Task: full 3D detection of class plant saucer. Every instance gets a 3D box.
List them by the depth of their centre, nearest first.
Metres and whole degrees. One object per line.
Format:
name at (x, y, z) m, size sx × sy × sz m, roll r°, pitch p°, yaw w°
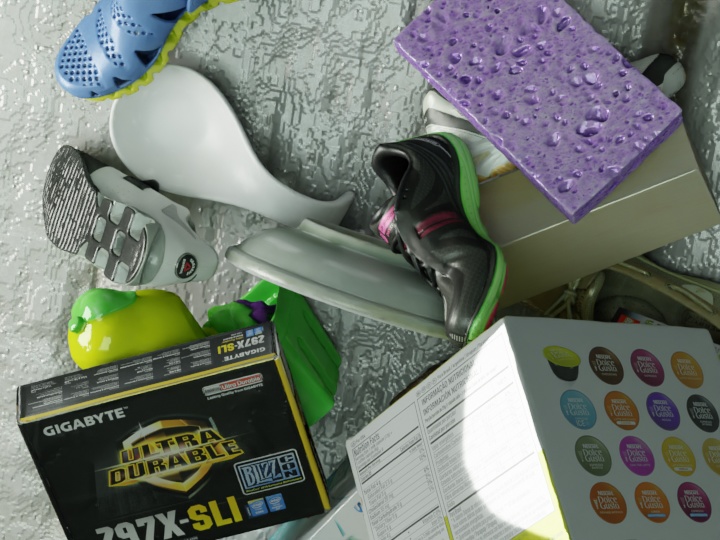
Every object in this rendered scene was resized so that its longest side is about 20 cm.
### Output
plant saucer at (0.000, 0.000, 1.659) m, size 0.200 × 0.200 × 0.050 m, roll 19°, pitch 93°, yaw 4°

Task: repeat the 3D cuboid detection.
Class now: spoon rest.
spoon rest at (-0.102, -0.087, 1.721) m, size 0.200 × 0.061 × 0.099 m, roll 29°, pitch 109°, yaw 0°

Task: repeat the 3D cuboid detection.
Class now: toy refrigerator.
toy refrigerator at (0.160, -0.045, 1.663) m, size 0.200 × 0.070 × 0.076 m, roll -22°, pitch 142°, yaw 12°

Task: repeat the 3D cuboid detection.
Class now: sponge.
sponge at (0.128, -0.139, 1.619) m, size 0.112 × 0.030 × 0.200 m, roll -43°, pitch 70°, yaw -2°

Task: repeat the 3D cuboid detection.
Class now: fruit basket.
fruit basket at (-0.141, 0.073, 1.725) m, size 0.216 × 0.156 × 0.216 m, roll 1°, pitch 112°, yaw 3°

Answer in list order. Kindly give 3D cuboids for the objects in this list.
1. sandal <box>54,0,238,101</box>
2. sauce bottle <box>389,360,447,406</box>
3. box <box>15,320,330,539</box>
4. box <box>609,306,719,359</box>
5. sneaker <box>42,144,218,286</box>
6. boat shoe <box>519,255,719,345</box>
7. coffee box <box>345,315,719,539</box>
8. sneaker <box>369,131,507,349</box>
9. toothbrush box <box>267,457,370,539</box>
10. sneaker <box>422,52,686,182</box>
sandal at (-0.159, -0.206, 1.673) m, size 0.200 × 0.087 × 0.079 m, roll -41°, pitch 66°, yaw 15°
sauce bottle at (0.106, 0.163, 1.740) m, size 0.066 × 0.066 × 0.200 m, roll -39°, pitch 85°, yaw 18°
box at (-0.138, 0.134, 1.661) m, size 0.200 × 0.049 × 0.160 m, roll -14°, pitch 128°, yaw 3°
box at (0.221, 0.130, 1.698) m, size 0.110 × 0.035 × 0.200 m, roll 22°, pitch 131°, yaw 13°
sneaker at (-0.178, -0.034, 1.713) m, size 0.088 × 0.200 × 0.074 m, roll 9°, pitch 110°, yaw -37°
boat shoe at (0.201, 0.026, 1.693) m, size 0.201 × 0.063 × 0.073 m, roll 20°, pitch 109°, yaw 12°
coffee box at (0.142, 0.165, 1.561) m, size 0.200 × 0.200 × 0.198 m, roll -42°, pitch 54°, yaw 43°
sneaker at (0.050, -0.018, 1.589) m, size 0.084 × 0.200 × 0.077 m, roll 1°, pitch 134°, yaw -17°
toothbrush box at (-0.016, 0.226, 1.755) m, size 0.085 × 0.146 × 0.200 m, roll 42°, pitch 110°, yaw -5°
sneaker at (0.140, -0.132, 1.658) m, size 0.200 × 0.076 × 0.088 m, roll -20°, pitch 94°, yaw 10°
